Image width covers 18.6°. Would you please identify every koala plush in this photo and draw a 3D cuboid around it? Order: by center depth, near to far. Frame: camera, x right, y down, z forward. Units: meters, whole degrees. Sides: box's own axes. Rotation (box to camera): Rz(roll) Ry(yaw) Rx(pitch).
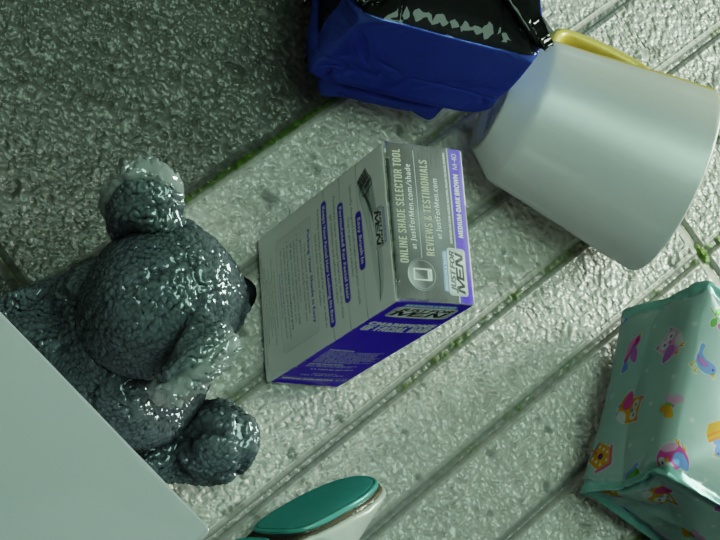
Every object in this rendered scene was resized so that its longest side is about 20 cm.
[{"bbox_3d":[-0.138,0.037,1.387,0.183,0.200,0.178,-7,71,-28],"label":"koala plush"}]

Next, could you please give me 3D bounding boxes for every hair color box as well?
[{"bbox_3d":[0.000,0.000,1.486,0.064,0.200,0.110,4,71,-25],"label":"hair color box"}]

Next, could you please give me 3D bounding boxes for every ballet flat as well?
[{"bbox_3d":[-0.055,0.198,1.468,0.199,0.069,0.070,-23,84,-45],"label":"ballet flat"}]

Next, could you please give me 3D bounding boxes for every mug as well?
[{"bbox_3d":[0.166,-0.101,1.668,0.152,0.187,0.150,23,96,-9],"label":"mug"}]

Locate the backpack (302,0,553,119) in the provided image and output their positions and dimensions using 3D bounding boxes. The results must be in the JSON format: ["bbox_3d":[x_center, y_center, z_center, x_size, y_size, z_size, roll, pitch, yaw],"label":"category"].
[{"bbox_3d":[0.032,-0.226,1.601,0.162,0.168,0.201,13,63,-26],"label":"backpack"}]

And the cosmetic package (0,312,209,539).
[{"bbox_3d":[-0.216,0.153,1.299,0.199,0.200,0.123,45,59,8],"label":"cosmetic package"}]

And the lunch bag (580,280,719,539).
[{"bbox_3d":[0.280,0.131,1.637,0.199,0.122,0.171,32,58,-24],"label":"lunch bag"}]
